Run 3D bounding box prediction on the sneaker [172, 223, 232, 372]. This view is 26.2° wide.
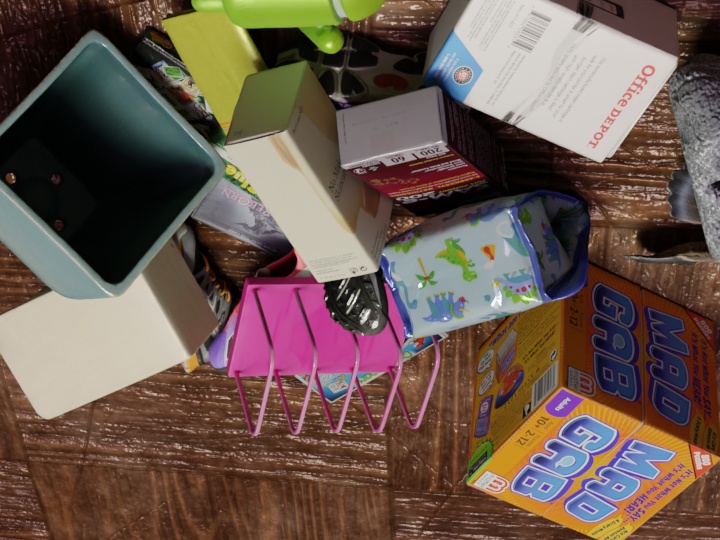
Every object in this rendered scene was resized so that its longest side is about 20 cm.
[{"bbox_3d":[-0.188,0.024,1.784,0.077,0.078,0.200,-16,131,-14],"label":"sneaker"}]

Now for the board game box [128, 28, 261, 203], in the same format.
[{"bbox_3d":[-0.159,-0.158,1.603,0.200,0.023,0.105,33,130,-13],"label":"board game box"}]

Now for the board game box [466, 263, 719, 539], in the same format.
[{"bbox_3d":[0.257,0.146,1.726,0.200,0.200,0.200,24,134,-15],"label":"board game box"}]

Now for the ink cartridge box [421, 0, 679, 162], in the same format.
[{"bbox_3d":[0.179,-0.210,1.463,0.200,0.084,0.146,22,134,-12],"label":"ink cartridge box"}]

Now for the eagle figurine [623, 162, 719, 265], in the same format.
[{"bbox_3d":[0.397,-0.024,1.607,0.200,0.151,0.152,34,93,16],"label":"eagle figurine"}]

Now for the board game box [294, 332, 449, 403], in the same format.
[{"bbox_3d":[-0.009,0.074,1.820,0.126,0.035,0.200,39,129,-25],"label":"board game box"}]

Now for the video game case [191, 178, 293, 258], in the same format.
[{"bbox_3d":[-0.080,-0.093,1.676,0.143,0.019,0.200,25,133,-15],"label":"video game case"}]

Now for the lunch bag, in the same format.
[{"bbox_3d":[0.136,-0.016,1.601,0.170,0.200,0.128,-16,99,26],"label":"lunch bag"}]

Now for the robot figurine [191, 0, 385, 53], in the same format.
[{"bbox_3d":[-0.056,-0.281,1.410,0.200,0.116,0.176,-2,123,12],"label":"robot figurine"}]

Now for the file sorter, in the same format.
[{"bbox_3d":[-0.028,0.099,1.689,0.200,0.126,0.139,0,131,-19],"label":"file sorter"}]

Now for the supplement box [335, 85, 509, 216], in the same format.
[{"bbox_3d":[0.065,-0.114,1.534,0.109,0.061,0.200,-12,164,22],"label":"supplement box"}]

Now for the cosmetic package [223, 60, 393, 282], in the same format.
[{"bbox_3d":[-0.046,-0.093,1.502,0.071,0.105,0.200,-11,136,25],"label":"cosmetic package"}]

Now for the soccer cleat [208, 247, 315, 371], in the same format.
[{"bbox_3d":[-0.111,0.037,1.739,0.200,0.068,0.073,-39,126,22],"label":"soccer cleat"}]

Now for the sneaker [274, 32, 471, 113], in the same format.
[{"bbox_3d":[0.011,-0.175,1.539,0.200,0.081,0.083,12,149,2],"label":"sneaker"}]

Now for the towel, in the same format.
[{"bbox_3d":[-0.116,-0.178,1.540,0.086,0.018,0.200,-9,127,30],"label":"towel"}]

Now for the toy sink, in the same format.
[{"bbox_3d":[-0.279,0.056,1.694,0.200,0.112,0.131,-25,102,20],"label":"toy sink"}]

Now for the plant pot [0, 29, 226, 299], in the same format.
[{"bbox_3d":[-0.299,-0.088,1.583,0.196,0.196,0.200,46,150,-16],"label":"plant pot"}]

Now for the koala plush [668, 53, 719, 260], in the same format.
[{"bbox_3d":[0.397,-0.135,1.431,0.200,0.178,0.184,-14,139,14],"label":"koala plush"}]

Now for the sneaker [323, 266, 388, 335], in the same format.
[{"bbox_3d":[0.000,0.000,1.618,0.079,0.200,0.074,18,116,-26],"label":"sneaker"}]
